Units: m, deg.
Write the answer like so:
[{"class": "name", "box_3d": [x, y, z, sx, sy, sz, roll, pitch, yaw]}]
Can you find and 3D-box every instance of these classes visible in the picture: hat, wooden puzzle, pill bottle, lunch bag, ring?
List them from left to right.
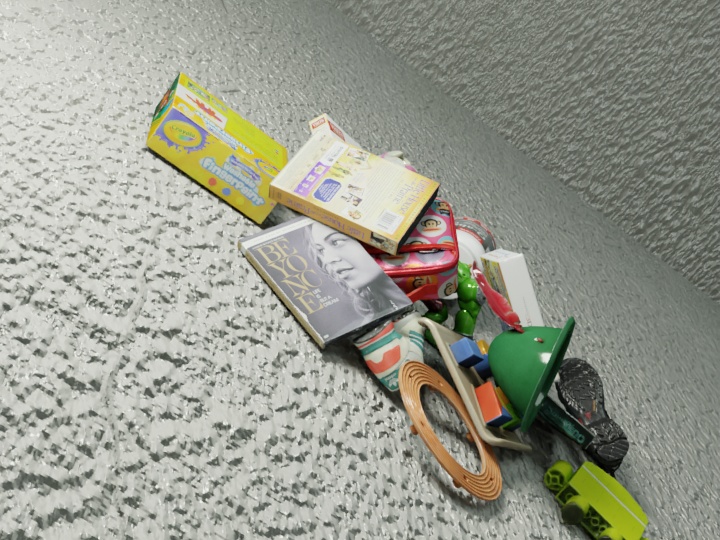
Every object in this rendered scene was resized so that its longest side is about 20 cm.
[{"class": "lunch bag", "box_3d": [0.038, -0.019, 1.663, 0.198, 0.082, 0.177, -4, 45, -1]}, {"class": "ring", "box_3d": [0.108, 0.200, 1.485, 0.200, 0.019, 0.201, 45, 21, -22]}, {"class": "pill bottle", "box_3d": [0.163, -0.019, 2.022, 0.116, 0.116, 0.200, 40, 17, 2]}, {"class": "wooden puzzle", "box_3d": [0.167, 0.152, 1.629, 0.201, 0.046, 0.185, 61, 14, 21]}, {"class": "hat", "box_3d": [0.179, 0.102, 1.604, 0.175, 0.167, 0.200, 25, 9, 14]}]

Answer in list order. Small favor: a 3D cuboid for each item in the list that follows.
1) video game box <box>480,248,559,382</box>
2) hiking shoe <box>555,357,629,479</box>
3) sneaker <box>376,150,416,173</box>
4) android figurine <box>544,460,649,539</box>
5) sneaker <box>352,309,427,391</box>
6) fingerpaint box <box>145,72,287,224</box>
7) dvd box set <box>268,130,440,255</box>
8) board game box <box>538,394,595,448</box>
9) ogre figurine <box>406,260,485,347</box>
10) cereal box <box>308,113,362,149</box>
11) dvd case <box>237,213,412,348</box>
[{"class": "video game box", "box_3d": [0.246, 0.071, 1.862, 0.182, 0.046, 0.202, -156, -131, -84]}, {"class": "hiking shoe", "box_3d": [0.353, 0.232, 1.868, 0.101, 0.075, 0.201, 86, -11, -50]}, {"class": "sneaker", "box_3d": [0.047, -0.128, 1.860, 0.082, 0.088, 0.201, 52, 17, -37]}, {"class": "android figurine", "box_3d": [0.334, 0.332, 1.652, 0.182, 0.041, 0.200, 43, 18, 10]}, {"class": "sneaker", "box_3d": [0.053, 0.113, 1.589, 0.094, 0.070, 0.200, 64, 16, 5]}, {"class": "fingerpaint box", "box_3d": [-0.203, -0.177, 1.718, 0.199, 0.073, 0.167, 35, 18, -19]}, {"class": "dvd box set", "box_3d": [-0.007, -0.111, 1.652, 0.198, 0.030, 0.147, 24, 46, 12]}, {"class": "board game box", "box_3d": [0.267, 0.197, 1.759, 0.135, 0.028, 0.200, 40, -1, -1]}, {"class": "ogre figurine", "box_3d": [0.116, 0.031, 1.799, 0.098, 0.120, 0.201, 23, 25, -43]}, {"class": "cereal box", "box_3d": [-0.015, -0.139, 1.927, 0.144, 0.039, 0.202, 38, 31, -57]}, {"class": "dvd case", "box_3d": [-0.047, 0.004, 1.562, 0.148, 0.016, 0.200, -22, 55, -32]}]
